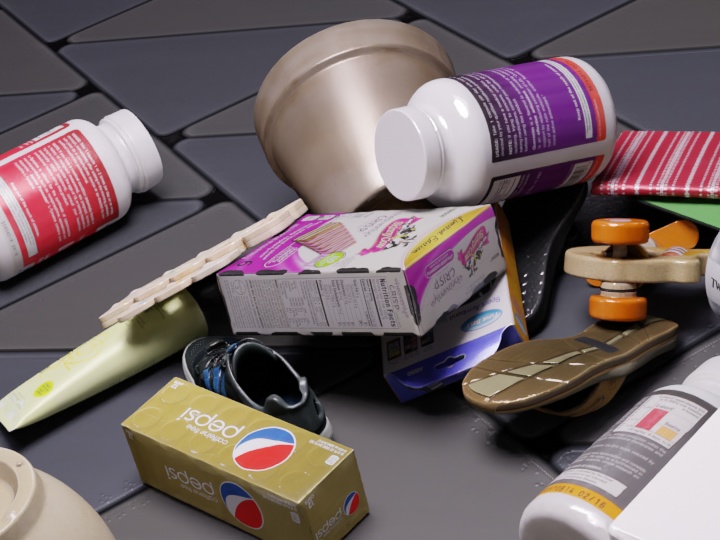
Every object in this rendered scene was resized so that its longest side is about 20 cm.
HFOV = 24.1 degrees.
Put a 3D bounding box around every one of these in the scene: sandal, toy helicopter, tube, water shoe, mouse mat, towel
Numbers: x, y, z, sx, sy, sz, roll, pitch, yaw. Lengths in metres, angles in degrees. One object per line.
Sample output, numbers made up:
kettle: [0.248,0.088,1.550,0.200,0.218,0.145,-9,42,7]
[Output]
sandal: [0.172,0.084,1.327,0.199,0.054,0.080,-17,24,-32]
sandal: [0.152,-0.014,1.487,0.075,0.048,0.201,1,50,30]
toy helicopter: [0.266,-0.006,1.404,0.199,0.079,0.132,-1,6,-9]
tube: [-0.230,0.082,1.480,0.199,0.058,0.052,-30,70,-16]
water shoe: [-0.088,0.084,1.395,0.071,0.079,0.200,-30,36,-23]
mouse mat: [0.357,-0.066,1.463,0.199,0.008,0.161,-17,25,-29]
towel: [0.316,-0.091,1.495,0.199,0.023,0.145,3,24,20]

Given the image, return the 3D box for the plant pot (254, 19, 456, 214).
plant pot: [0.017,-0.100,1.555,0.199,0.201,0.174,-17,50,-4]

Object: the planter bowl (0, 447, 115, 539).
planter bowl: [-0.274,0.215,1.222,0.199,0.135,0.201,-10,33,7]

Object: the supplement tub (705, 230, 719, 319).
supplement tub: [0.364,0.028,1.267,0.122,0.123,0.200,-26,34,-17]

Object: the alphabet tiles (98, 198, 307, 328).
alphabet tiles: [-0.142,-0.007,1.513,0.199,0.015,0.196,-28,6,19]

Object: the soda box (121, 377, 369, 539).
soda box: [-0.092,0.152,1.309,0.199,0.064,0.068,17,44,39]

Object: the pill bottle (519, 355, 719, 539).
pill bottle: [0.211,0.150,1.151,0.200,0.117,0.116,-37,39,-30]

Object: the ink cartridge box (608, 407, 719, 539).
ink cartridge box: [0.250,0.203,0.980,0.144,0.201,0.147,18,44,39]

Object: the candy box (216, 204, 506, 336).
candy box: [0.000,0.000,1.386,0.199,0.061,0.136,-1,23,37]

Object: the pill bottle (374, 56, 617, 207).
pill bottle: [0.114,-0.115,1.438,0.199,0.113,0.112,-13,29,-31]

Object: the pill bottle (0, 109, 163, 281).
pill bottle: [-0.304,-0.081,1.690,0.199,0.113,0.112,-30,36,-23]

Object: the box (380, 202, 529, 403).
box: [0.075,0.029,1.417,0.118,0.042,0.201,-23,38,16]
